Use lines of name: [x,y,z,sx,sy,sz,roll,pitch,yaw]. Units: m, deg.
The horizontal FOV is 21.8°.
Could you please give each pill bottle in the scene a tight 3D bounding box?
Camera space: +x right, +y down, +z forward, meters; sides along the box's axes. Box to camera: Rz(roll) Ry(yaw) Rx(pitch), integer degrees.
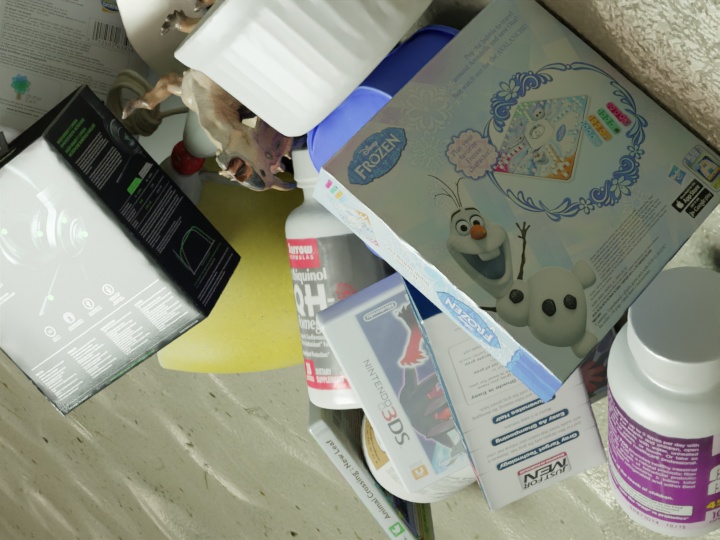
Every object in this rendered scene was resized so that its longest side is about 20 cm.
pill bottle: [0.000,0.000,1.465,0.110,0.110,0.203,0,99,56]
pill bottle: [0.229,0.092,1.317,0.112,0.112,0.201,31,151,28]
pill bottle: [0.079,0.122,1.584,0.114,0.114,0.200,45,154,1]

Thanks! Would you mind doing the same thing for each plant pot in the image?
plant pot: [-0.076,0.004,1.596,0.140,0.202,0.201,15,149,5]

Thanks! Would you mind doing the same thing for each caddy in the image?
caddy: [0.052,-0.090,1.326,0.142,0.105,0.200,55,155,-4]

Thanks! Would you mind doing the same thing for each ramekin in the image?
ramekin: [-0.020,-0.182,1.204,0.098,0.201,0.200,41,156,-11]

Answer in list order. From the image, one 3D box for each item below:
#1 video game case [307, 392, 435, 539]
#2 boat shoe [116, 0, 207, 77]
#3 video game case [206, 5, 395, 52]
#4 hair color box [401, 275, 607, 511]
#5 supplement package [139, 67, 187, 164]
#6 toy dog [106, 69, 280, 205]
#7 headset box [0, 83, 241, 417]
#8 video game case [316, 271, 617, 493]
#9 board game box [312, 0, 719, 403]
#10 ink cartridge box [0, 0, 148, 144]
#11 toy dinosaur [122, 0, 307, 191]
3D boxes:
video game case: [0.009,0.171,1.739,0.183,0.022,0.200,54,-170,-16]
boat shoe: [-0.172,-0.241,1.491,0.072,0.069,0.201,-29,108,26]
video game case: [-0.057,-0.220,1.402,0.199,0.018,0.144,30,149,31]
hair color box: [0.106,0.073,1.358,0.061,0.099,0.201,-114,2,-52]
supplement package: [-0.248,-0.102,1.649,0.110,0.200,0.157,28,150,32]
toy dog: [-0.097,-0.121,1.443,0.199,0.096,0.133,-16,99,51]
headset box: [-0.226,-0.018,1.446,0.174,0.093,0.200,-34,107,30]
video game case: [0.090,0.059,1.402,0.183,0.198,0.023,63,-179,-34]
board game box: [0.107,-0.054,1.185,0.199,0.200,0.043,42,155,7]
ink cartridge box: [-0.241,-0.190,1.526,0.135,0.202,0.076,13,166,-24]
toy dinosaur: [-0.075,-0.137,1.315,0.135,0.201,0.086,30,152,0]
